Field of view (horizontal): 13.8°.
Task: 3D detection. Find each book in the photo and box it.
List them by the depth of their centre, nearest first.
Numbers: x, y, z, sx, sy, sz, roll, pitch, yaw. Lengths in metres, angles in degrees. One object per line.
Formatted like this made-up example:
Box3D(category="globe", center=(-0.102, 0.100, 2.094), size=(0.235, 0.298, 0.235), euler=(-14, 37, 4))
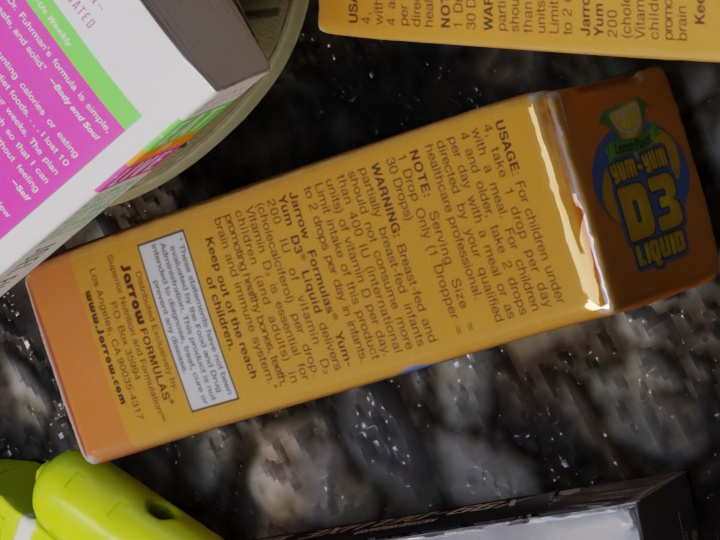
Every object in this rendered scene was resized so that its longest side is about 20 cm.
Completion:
Box3D(category="book", center=(-0.126, -0.056, 0.809), size=(0.200, 0.048, 0.134), euler=(-35, 85, 40))

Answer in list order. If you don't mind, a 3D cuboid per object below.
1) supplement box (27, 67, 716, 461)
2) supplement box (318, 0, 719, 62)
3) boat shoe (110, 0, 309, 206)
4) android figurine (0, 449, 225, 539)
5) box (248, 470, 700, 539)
Box3D(category="supplement box", center=(0.000, 0.000, 0.859), size=(0.200, 0.066, 0.069), euler=(-20, 88, 38))
Box3D(category="supplement box", center=(0.084, -0.092, 0.787), size=(0.200, 0.067, 0.069), euler=(4, 103, 35))
Box3D(category="boat shoe", center=(-0.050, -0.106, 0.821), size=(0.200, 0.075, 0.068), euler=(-60, 38, 33))
Box3D(category="android figurine", center=(-0.101, 0.143, 0.991), size=(0.200, 0.041, 0.182), euler=(35, 119, 23))
Box3D(category="box", center=(0.038, 0.170, 0.871), size=(0.157, 0.050, 0.200), euler=(-11, 93, 26))
